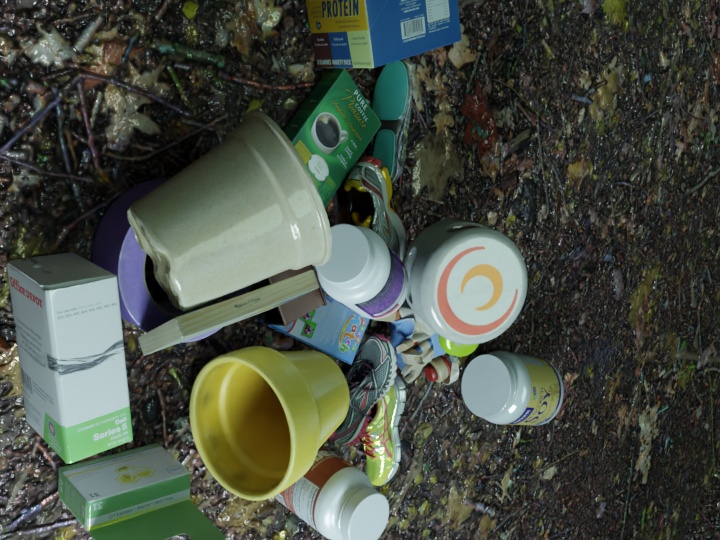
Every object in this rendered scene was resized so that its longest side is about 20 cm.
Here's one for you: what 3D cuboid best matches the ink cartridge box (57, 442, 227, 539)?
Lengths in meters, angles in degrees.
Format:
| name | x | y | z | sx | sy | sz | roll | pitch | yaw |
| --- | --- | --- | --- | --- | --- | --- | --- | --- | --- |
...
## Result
| name | x | y | z | sx | sy | sz | roll | pitch | yaw |
| --- | --- | --- | --- | --- | --- | --- | --- | --- | --- |
| ink cartridge box | -0.277 | 0.292 | 0.913 | 0.143 | 0.198 | 0.049 | -5 | 105 | -42 |

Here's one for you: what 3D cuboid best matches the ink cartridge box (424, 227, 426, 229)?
| name | x | y | z | sx | sy | sz | roll | pitch | yaw |
| --- | --- | --- | --- | --- | --- | --- | --- | --- | --- |
| ink cartridge box | 0.172 | 0.028 | 1.321 | 0.118 | 0.066 | 0.203 | -86 | 161 | -58 |

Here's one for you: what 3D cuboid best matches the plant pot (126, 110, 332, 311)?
| name | x | y | z | sx | sy | sz | roll | pitch | yaw |
| --- | --- | --- | --- | --- | --- | --- | --- | --- | --- |
| plant pot | -0.160 | -0.053 | 0.842 | 0.182 | 0.199 | 0.204 | -31 | 121 | -21 |

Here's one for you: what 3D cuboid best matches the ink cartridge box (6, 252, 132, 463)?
| name | x | y | z | sx | sy | sz | roll | pitch | yaw |
| --- | --- | --- | --- | --- | --- | --- | --- | --- | --- |
| ink cartridge box | -0.339 | 0.094 | 0.840 | 0.083 | 0.144 | 0.205 | -13 | 110 | -40 |

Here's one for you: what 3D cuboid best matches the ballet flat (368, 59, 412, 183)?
| name | x | y | z | sx | sy | sz | roll | pitch | yaw |
| --- | --- | --- | --- | --- | --- | --- | --- | --- | --- |
| ballet flat | 0.051 | -0.240 | 1.187 | 0.071 | 0.071 | 0.205 | 0 | 101 | -43 |

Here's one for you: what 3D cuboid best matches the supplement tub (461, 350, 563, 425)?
| name | x | y | z | sx | sy | sz | roll | pitch | yaw |
| --- | --- | --- | --- | --- | --- | --- | --- | --- | --- |
| supplement tub | 0.316 | 0.245 | 1.499 | 0.198 | 0.144 | 0.149 | 13 | 92 | -44 |

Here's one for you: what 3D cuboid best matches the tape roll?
| name | x | y | z | sx | sy | sz | roll | pitch | yaw |
| --- | --- | --- | --- | --- | --- | --- | --- | --- | --- |
| tape roll | -0.241 | -0.014 | 0.948 | 0.197 | 0.084 | 0.205 | -12 | 109 | -40 |

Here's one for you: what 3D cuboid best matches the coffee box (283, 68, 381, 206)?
| name | x | y | z | sx | sy | sz | roll | pitch | yaw |
| --- | --- | --- | --- | --- | --- | --- | --- | --- | --- |
| coffee box | -0.058 | -0.193 | 1.101 | 0.123 | 0.044 | 0.202 | 46 | 70 | -41 |

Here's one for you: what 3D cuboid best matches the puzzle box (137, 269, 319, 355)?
| name | x | y | z | sx | sy | sz | roll | pitch | yaw |
| --- | --- | --- | --- | --- | --- | --- | --- | --- | --- |
| puzzle box | -0.162 | 0.052 | 0.894 | 0.198 | 0.132 | 0.026 | -20 | 87 | -39 |

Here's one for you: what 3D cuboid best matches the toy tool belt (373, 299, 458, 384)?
| name | x | y | z | sx | sy | sz | roll | pitch | yaw |
| --- | --- | --- | --- | --- | --- | --- | --- | --- | --- |
| toy tool belt | 0.089 | 0.128 | 1.277 | 0.121 | 0.124 | 0.204 | -24 | 115 | -22 |

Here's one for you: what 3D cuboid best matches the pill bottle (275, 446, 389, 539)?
| name | x | y | z | sx | sy | sz | roll | pitch | yaw |
| --- | --- | --- | --- | --- | --- | --- | --- | --- | --- |
| pill bottle | -0.050 | 0.351 | 1.143 | 0.111 | 0.198 | 0.115 | -13 | 110 | -40 |

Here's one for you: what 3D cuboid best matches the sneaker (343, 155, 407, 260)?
| name | x | y | z | sx | sy | sz | roll | pitch | yaw |
| --- | --- | --- | --- | --- | --- | --- | --- | --- | --- |
| sneaker | 0.016 | -0.078 | 1.168 | 0.082 | 0.077 | 0.203 | -48 | 129 | -41 |

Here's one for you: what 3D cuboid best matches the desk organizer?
| name | x | y | z | sx | sy | sz | roll | pitch | yaw |
| --- | --- | --- | --- | --- | --- | --- | --- | --- | --- |
| desk organizer | -0.125 | -0.028 | 1.032 | 0.076 | 0.071 | 0.204 | -27 | 105 | -33 |

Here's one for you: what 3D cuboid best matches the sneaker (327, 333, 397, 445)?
| name | x | y | z | sx | sy | sz | roll | pitch | yaw |
| --- | --- | --- | --- | --- | --- | --- | --- | --- | --- |
| sneaker | -0.003 | 0.203 | 1.216 | 0.074 | 0.080 | 0.204 | 20 | 94 | -50 |

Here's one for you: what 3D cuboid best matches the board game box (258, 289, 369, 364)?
| name | x | y | z | sx | sy | sz | roll | pitch | yaw |
| --- | --- | --- | --- | --- | --- | --- | --- | --- | --- |
| board game box | -0.057 | 0.049 | 1.171 | 0.199 | 0.036 | 0.154 | 31 | 79 | -43 |

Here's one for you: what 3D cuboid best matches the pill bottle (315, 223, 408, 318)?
| name | x | y | z | sx | sy | sz | roll | pitch | yaw |
| --- | --- | --- | --- | --- | --- | --- | --- | --- | --- |
| pill bottle | 0.000 | 0.000 | 1.060 | 0.113 | 0.109 | 0.200 | -67 | 161 | -6 |

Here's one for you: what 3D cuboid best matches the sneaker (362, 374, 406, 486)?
| name | x | y | z | sx | sy | sz | roll | pitch | yaw |
| --- | --- | --- | --- | --- | --- | --- | --- | --- | --- |
| sneaker | 0.023 | 0.286 | 1.291 | 0.089 | 0.078 | 0.205 | 2 | 94 | -35 |

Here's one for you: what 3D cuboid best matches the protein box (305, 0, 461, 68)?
| name | x | y | z | sx | sy | sz | roll | pitch | yaw |
| --- | --- | --- | --- | --- | --- | --- | --- | --- | --- |
| protein box | 0.030 | -0.422 | 1.060 | 0.197 | 0.134 | 0.204 | -27 | 118 | -35 |

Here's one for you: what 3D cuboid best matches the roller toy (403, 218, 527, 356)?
| name | x | y | z | sx | sy | sz | roll | pitch | yaw |
| --- | --- | --- | --- | --- | --- | --- | --- | --- | --- |
| roller toy | 0.164 | 0.012 | 1.159 | 0.200 | 0.140 | 0.183 | -42 | 109 | -3 |

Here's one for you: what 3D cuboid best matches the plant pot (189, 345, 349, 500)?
| name | x | y | z | sx | sy | sz | roll | pitch | yaw |
| --- | --- | --- | --- | --- | --- | --- | --- | --- | --- |
| plant pot | -0.116 | 0.202 | 1.059 | 0.187 | 0.197 | 0.206 | -15 | 112 | -55 |
